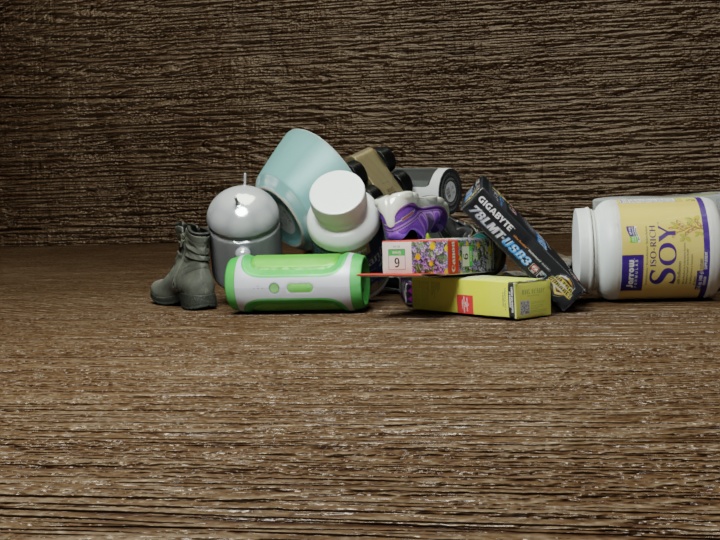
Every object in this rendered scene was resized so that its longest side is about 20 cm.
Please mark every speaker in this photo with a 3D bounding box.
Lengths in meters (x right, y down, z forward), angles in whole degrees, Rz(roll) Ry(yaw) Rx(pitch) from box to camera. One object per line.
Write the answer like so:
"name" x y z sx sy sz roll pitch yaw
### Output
"speaker" -0.089 0.017 1.606 0.198 0.089 0.088 -1 4 11
"speaker" 0.072 -0.137 1.943 0.198 0.082 0.081 4 7 36

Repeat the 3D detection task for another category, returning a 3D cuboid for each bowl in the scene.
"bowl" -0.092 -0.112 1.777 0.105 0.202 0.200 -38 22 -26

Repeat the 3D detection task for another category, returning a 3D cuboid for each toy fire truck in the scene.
"toy fire truck" -0.001 -0.083 1.899 0.128 0.177 0.200 -30 -8 -37

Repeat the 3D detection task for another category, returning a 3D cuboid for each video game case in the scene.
"video game case" 0.161 0.025 1.714 0.198 0.036 0.181 -2 4 0

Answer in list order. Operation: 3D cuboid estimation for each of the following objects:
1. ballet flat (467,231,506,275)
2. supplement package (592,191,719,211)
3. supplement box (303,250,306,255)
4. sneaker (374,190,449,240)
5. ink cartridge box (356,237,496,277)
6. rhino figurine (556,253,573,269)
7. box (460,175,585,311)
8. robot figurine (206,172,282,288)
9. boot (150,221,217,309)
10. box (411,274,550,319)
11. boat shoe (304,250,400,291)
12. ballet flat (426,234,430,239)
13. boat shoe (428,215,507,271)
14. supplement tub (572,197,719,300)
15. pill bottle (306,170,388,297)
"ballet flat" 0.187 -0.024 1.695 0.062 0.068 0.200 7 1 -16
"supplement package" 0.498 -0.049 1.807 0.198 0.149 0.191 -3 4 -5
"supplement box" 0.001 -0.035 1.982 0.198 0.128 0.074 -2 3 10
"sneaker" 0.075 -0.067 1.664 0.080 0.084 0.200 -10 -4 26
"ink cartridge box" 0.092 -0.019 1.531 0.108 0.051 0.199 0 2 35
"rhino figurine" 0.315 0.001 1.806 0.087 0.060 0.200 -13 2 -4
"box" 0.226 -0.042 1.586 0.050 0.198 0.200 -46 1 11
"robot figurine" -0.178 -0.047 1.733 0.112 0.202 0.170 -4 36 -4
"boot" -0.275 -0.012 1.757 0.067 0.132 0.199 -5 5 -31
"box" 0.160 0.033 1.522 0.075 0.051 0.199 -5 6 -40
"boat shoe" 0.000 -0.002 1.838 0.198 0.074 0.068 26 50 15
"ballet flat" 0.136 -0.024 1.880 0.066 0.068 0.200 10 -6 25
"boat shoe" 0.174 -0.044 1.820 0.066 0.200 0.070 -25 38 24
"supplement tub" 0.411 -0.031 1.620 0.198 0.147 0.145 -2 4 6
"pill bottle" -0.020 -0.052 1.668 0.110 0.112 0.201 -1 -36 9
